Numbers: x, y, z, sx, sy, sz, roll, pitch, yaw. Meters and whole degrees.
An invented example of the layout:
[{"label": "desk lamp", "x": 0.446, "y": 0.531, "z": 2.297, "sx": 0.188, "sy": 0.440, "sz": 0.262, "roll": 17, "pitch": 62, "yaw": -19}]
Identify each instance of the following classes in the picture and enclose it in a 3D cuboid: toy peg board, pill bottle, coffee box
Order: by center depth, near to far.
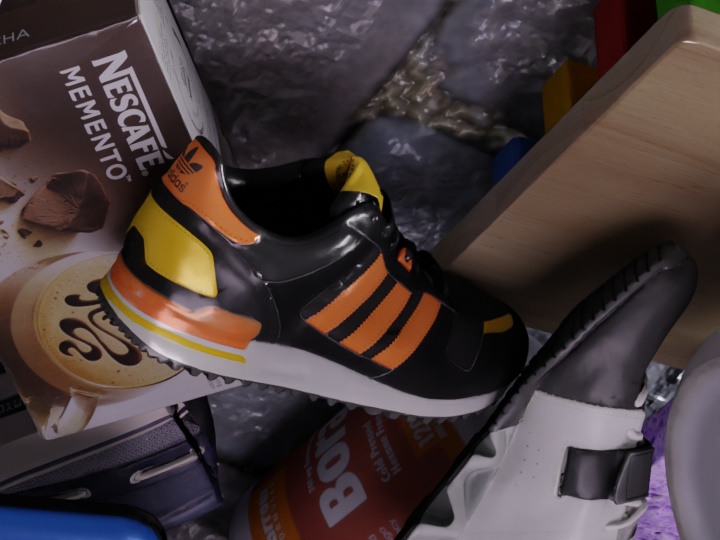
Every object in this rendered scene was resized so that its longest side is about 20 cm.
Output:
[{"label": "coffee box", "x": -0.111, "y": -0.036, "z": 0.963, "sx": 0.113, "sy": 0.080, "sz": 0.200, "roll": -15, "pitch": 134, "yaw": 5}, {"label": "toy peg board", "x": 0.158, "y": -0.052, "z": 1.005, "sx": 0.200, "sy": 0.098, "sz": 0.199, "roll": 16, "pitch": 144, "yaw": -23}, {"label": "pill bottle", "x": 0.012, "y": 0.119, "z": 1.109, "sx": 0.112, "sy": 0.112, "sz": 0.200, "roll": 31, "pitch": 121, "yaw": -33}]

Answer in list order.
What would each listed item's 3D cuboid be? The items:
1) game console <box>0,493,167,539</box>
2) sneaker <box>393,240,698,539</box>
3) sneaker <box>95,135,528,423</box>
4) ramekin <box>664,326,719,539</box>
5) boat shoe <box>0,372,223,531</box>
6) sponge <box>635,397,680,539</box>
[{"label": "game console", "x": -0.173, "y": 0.146, "z": 1.072, "sx": 0.200, "sy": 0.118, "sz": 0.171, "roll": 4, "pitch": 117, "yaw": 5}, {"label": "sneaker", "x": 0.090, "y": 0.081, "z": 0.983, "sx": 0.088, "sy": 0.074, "sz": 0.200, "roll": 36, "pitch": 106, "yaw": 3}, {"label": "sneaker", "x": 0.000, "y": 0.000, "z": 0.935, "sx": 0.200, "sy": 0.070, "sz": 0.090, "roll": 10, "pitch": 118, "yaw": -36}, {"label": "ramekin", "x": 0.207, "y": 0.087, "z": 0.926, "sx": 0.105, "sy": 0.200, "sz": 0.200, "roll": -23, "pitch": 140, "yaw": -27}, {"label": "boat shoe", "x": -0.156, "y": 0.096, "z": 1.083, "sx": 0.200, "sy": 0.075, "sz": 0.093, "roll": -16, "pitch": 129, "yaw": 7}, {"label": "sponge", "x": 0.176, "y": 0.096, "z": 1.127, "sx": 0.111, "sy": 0.030, "sz": 0.200, "roll": 10, "pitch": 151, "yaw": -17}]
